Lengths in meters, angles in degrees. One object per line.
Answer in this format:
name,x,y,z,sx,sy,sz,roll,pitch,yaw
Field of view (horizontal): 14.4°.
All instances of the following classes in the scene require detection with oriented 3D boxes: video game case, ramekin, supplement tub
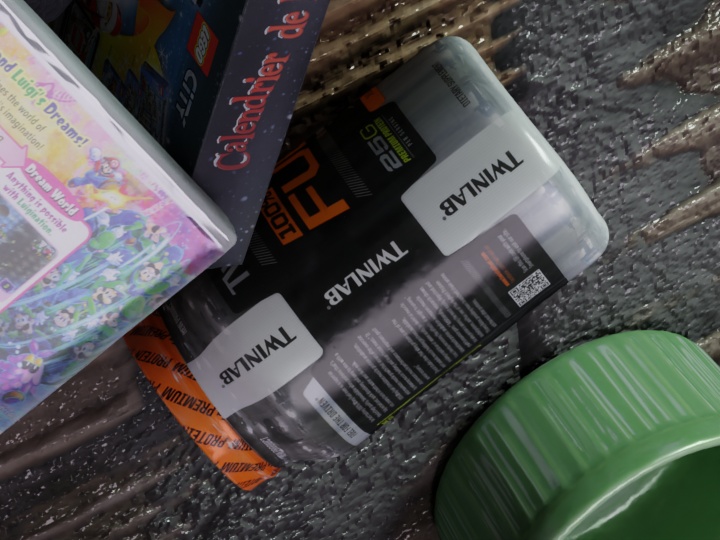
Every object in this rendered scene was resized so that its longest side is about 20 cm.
video game case,-0.172,-0.020,1.005,0.182,0.024,0.200,-39,122,7
ramekin,0.137,0.126,1.539,0.199,0.098,0.200,-22,142,-18
supplement tub,0.000,0.000,1.261,0.200,0.123,0.123,-38,145,3

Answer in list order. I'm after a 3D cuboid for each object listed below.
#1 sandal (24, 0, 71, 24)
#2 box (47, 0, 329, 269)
sandal,-0.181,-0.145,1.025,0.200,0.043,0.076,21,110,-39
box,-0.064,-0.118,1.061,0.038,0.137,0.200,-9,137,-32
